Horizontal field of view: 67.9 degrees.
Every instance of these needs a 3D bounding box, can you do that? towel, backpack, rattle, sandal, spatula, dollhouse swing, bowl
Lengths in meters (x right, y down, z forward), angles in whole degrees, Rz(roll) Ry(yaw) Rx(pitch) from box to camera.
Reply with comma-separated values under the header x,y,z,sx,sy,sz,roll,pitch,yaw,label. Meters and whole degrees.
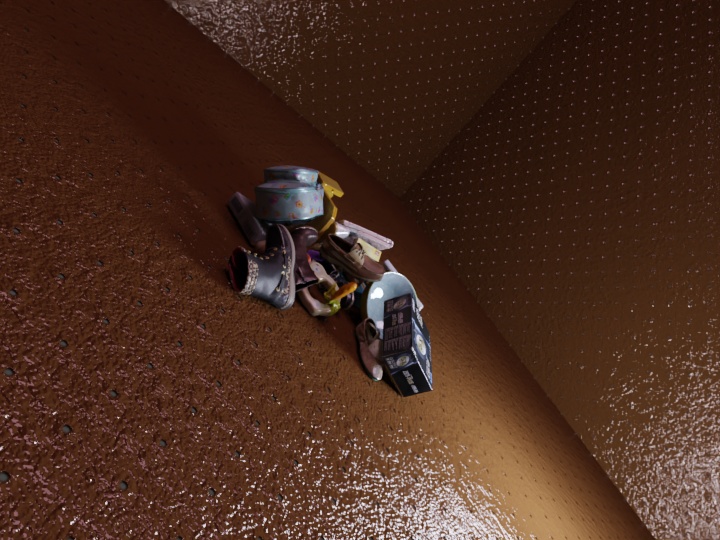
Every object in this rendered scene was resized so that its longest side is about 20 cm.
x,y,z,sx,sy,sz,roll,pitch,yaw,label
-0.006,-0.110,1.755,0.186,0.033,0.199,22,-7,-17,towel
-0.187,-0.192,1.388,0.169,0.159,0.201,3,18,8,backpack
-0.102,0.001,1.343,0.126,0.144,0.205,-6,60,-22,rattle
-0.083,-0.025,1.682,0.209,0.076,0.072,16,65,-49,sandal
-0.132,-0.001,1.450,0.055,0.021,0.203,13,38,-3,spatula
-0.124,-0.151,1.583,0.177,0.200,0.180,50,16,24,dollhouse swing
0.064,0.110,1.566,0.198,0.205,0.106,37,-25,-28,bowl

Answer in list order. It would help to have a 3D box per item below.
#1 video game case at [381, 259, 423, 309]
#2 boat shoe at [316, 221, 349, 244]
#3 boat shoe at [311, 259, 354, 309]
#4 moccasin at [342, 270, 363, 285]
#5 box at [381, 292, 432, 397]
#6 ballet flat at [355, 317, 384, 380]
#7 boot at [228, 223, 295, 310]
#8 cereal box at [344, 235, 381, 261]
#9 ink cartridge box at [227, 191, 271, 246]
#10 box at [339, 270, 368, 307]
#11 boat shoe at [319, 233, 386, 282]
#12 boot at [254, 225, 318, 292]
x,y,z,sx,sy,sz,roll,pitch,yaw,label
0.109,0.087,1.700,0.184,0.022,0.201,53,-28,16,video game case
-0.098,-0.108,1.647,0.067,0.074,0.198,9,-4,-30,boat shoe
-0.080,0.029,1.487,0.061,0.075,0.202,31,20,-45,boat shoe
0.001,0.001,1.573,0.075,0.077,0.201,57,17,2,moccasin
0.124,0.194,1.407,0.203,0.084,0.166,-84,152,-51,box
0.030,0.193,1.385,0.067,0.068,0.202,31,21,-31,ballet flat
-0.215,-0.023,1.175,0.149,0.072,0.207,20,59,-52,boot
-0.045,-0.085,1.759,0.196,0.041,0.143,15,-8,37,cereal box
-0.256,-0.108,1.441,0.164,0.050,0.200,54,8,29,ink cartridge box
0.001,0.072,1.649,0.198,0.049,0.083,27,24,-51,box
-0.020,-0.037,1.476,0.195,0.075,0.076,24,34,1,boat shoe
-0.150,-0.025,1.327,0.196,0.074,0.167,-20,55,-38,boot
